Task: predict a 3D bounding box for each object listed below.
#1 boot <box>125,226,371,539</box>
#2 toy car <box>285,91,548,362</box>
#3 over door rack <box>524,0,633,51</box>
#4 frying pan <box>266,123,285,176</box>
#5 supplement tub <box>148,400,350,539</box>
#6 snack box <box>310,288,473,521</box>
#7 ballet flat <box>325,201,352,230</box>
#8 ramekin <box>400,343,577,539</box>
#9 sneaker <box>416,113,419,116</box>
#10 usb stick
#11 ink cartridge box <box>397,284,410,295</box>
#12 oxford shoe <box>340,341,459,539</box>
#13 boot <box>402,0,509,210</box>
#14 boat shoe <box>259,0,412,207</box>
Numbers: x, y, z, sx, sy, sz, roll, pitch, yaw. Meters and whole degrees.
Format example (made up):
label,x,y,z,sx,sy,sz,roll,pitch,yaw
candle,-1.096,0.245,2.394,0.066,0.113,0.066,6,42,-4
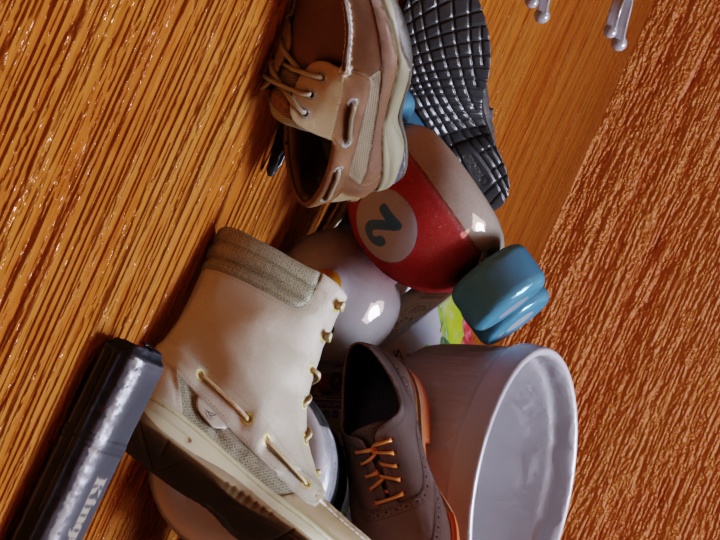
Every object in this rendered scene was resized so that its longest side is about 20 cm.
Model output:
label,x,y,z,sx,sy,sz,roll,pitch,yaw
boot,-0.042,0.085,1.044,0.072,0.200,0.155,-19,-143,52
toy car,0.000,0.000,1.212,0.199,0.185,0.177,-37,169,1
over door rack,0.164,-0.240,1.424,0.200,0.147,0.067,-43,154,-64
frying pan,-0.014,-0.154,1.054,0.115,0.031,0.191,69,44,-74
supplement tub,-0.069,0.143,1.181,0.123,0.122,0.200,-63,169,-11
snack box,0.031,0.110,1.361,0.200,0.053,0.143,-33,117,-55
ballet flat,-0.002,-0.014,1.335,0.201,0.068,0.063,-61,-177,-18
ramekin,0.076,0.148,1.274,0.200,0.104,0.202,-26,120,-58
sneaker,0.061,-0.063,1.467,0.076,0.090,0.201,94,21,-58
usb stick,-0.161,0.129,0.925,0.201,0.032,0.055,-65,171,-4
ink cartridge box,0.005,0.085,1.460,0.200,0.067,0.117,-60,146,-49
oxford shoe,0.015,0.140,1.137,0.073,0.071,0.201,52,21,-50
boot,0.062,-0.150,1.337,0.132,0.069,0.201,-105,-175,-62
boat shoe,-0.017,-0.108,1.002,0.074,0.076,0.201,-30,142,-19
